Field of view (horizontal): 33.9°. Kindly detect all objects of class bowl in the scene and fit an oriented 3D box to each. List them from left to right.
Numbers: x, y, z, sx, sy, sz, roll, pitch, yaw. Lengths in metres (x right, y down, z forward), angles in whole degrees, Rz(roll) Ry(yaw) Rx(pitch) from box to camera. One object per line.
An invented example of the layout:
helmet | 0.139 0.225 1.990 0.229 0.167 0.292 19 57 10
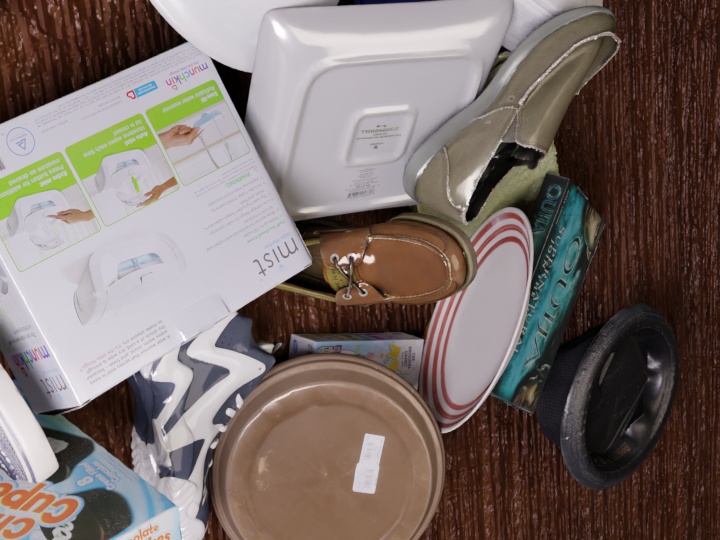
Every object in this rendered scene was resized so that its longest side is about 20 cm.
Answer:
bowl | -0.070 -0.247 0.813 0.200 0.090 0.203 24 56 -41

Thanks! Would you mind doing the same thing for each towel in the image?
towel | 0.099 -0.095 1.020 0.148 0.037 0.200 -32 148 2

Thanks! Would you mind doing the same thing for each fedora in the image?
fedora | 0.249 0.125 1.249 0.199 0.091 0.203 -11 107 -41

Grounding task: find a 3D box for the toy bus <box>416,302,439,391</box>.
toy bus | 0.113 0.046 1.123 0.078 0.065 0.202 36 75 -45

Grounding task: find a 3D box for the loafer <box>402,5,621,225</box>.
loafer | 0.123 -0.109 0.874 0.200 0.070 0.075 -45 153 6

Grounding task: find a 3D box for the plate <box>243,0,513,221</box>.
plate | 0.008 -0.107 0.876 0.198 0.032 0.201 -10 141 -25

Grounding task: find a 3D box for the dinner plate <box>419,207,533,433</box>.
dinner plate | 0.103 0.044 1.006 0.024 0.200 0.202 19 86 -14

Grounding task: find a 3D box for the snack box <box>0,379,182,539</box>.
snack box | -0.216 0.142 0.740 0.116 0.199 0.037 -25 126 -37

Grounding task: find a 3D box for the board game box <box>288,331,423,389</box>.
board game box | -0.013 0.157 1.049 0.134 0.034 0.202 1 99 -44

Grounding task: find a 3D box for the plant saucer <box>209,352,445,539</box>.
plant saucer | -0.026 0.167 0.966 0.198 0.029 0.202 -1 102 -5

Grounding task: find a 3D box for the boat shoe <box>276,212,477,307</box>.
boat shoe | 0.000 0.000 0.911 0.068 0.199 0.073 -26 107 -39

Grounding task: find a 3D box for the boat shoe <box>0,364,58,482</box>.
boat shoe | -0.274 0.066 0.711 0.092 0.075 0.200 -37 80 -25

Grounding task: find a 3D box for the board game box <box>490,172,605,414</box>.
board game box | 0.165 0.026 1.091 0.135 0.028 0.202 30 81 -61

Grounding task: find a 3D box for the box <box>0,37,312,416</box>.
box | -0.160 -0.031 0.789 0.199 0.096 0.178 -33 101 -34

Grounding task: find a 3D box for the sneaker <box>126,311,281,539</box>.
sneaker | -0.112 0.104 0.912 0.129 0.079 0.201 -18 101 -30

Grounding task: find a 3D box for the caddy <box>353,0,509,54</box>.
caddy | 0.052 -0.242 0.969 0.141 0.104 0.202 -26 99 -45

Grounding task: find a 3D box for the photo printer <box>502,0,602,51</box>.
photo printer | 0.123 -0.279 0.920 0.166 0.069 0.202 23 63 -38
